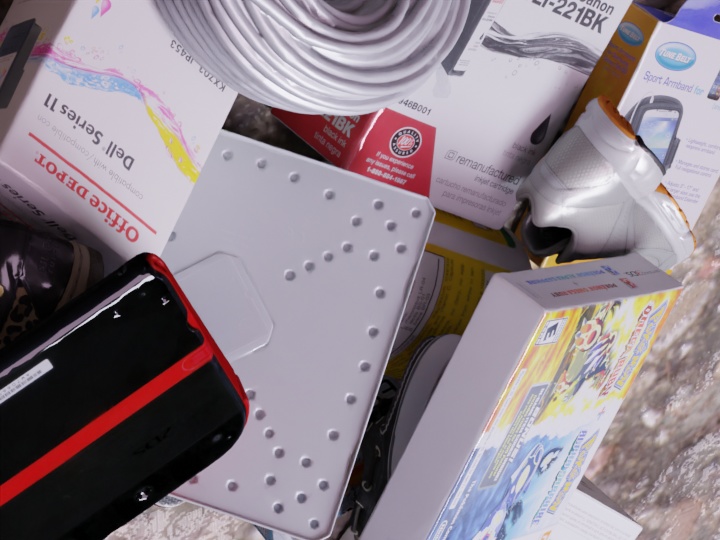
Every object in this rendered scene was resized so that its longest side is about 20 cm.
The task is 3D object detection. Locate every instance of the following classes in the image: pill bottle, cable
[{"bbox_3d":[0.000,0.000,1.620,0.200,0.113,0.113,18,107,-44],"label":"pill bottle"},{"bbox_3d":[-0.027,-0.178,1.448,0.200,0.069,0.200,51,50,-27],"label":"cable"}]

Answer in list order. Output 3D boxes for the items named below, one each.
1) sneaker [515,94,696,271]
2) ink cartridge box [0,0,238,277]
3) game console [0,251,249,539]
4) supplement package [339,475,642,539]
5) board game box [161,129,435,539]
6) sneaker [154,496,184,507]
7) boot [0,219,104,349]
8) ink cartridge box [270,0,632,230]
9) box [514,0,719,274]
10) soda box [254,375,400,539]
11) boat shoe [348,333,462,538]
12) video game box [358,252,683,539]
[{"bbox_3d":[0.141,-0.036,1.669,0.092,0.076,0.200,-37,153,2],"label":"sneaker"},{"bbox_3d":[-0.142,-0.072,1.420,0.117,0.067,0.200,39,64,-34],"label":"ink cartridge box"},{"bbox_3d":[-0.159,0.087,1.387,0.200,0.031,0.177,-35,145,-5],"label":"game console"},{"bbox_3d":[0.065,0.202,1.806,0.117,0.117,0.200,30,97,-46],"label":"supplement package"},{"bbox_3d":[-0.082,0.026,1.499,0.026,0.199,0.201,100,8,-79],"label":"board game box"},{"bbox_3d":[-0.102,0.097,1.594,0.080,0.075,0.200,-19,160,-20],"label":"sneaker"},{"bbox_3d":[-0.241,0.032,1.367,0.150,0.073,0.200,31,119,-30],"label":"boot"},{"bbox_3d":[0.063,-0.142,1.593,0.144,0.084,0.200,18,106,-44],"label":"ink cartridge box"},{"bbox_3d":[0.187,-0.088,1.761,0.119,0.041,0.201,11,108,-42],"label":"box"},{"bbox_3d":[0.010,0.093,1.719,0.200,0.068,0.064,-26,140,-21],"label":"soda box"},{"bbox_3d":[0.027,0.108,1.638,0.069,0.057,0.200,-35,149,-37],"label":"boat shoe"},{"bbox_3d":[0.093,0.089,1.611,0.182,0.047,0.200,-11,131,-59],"label":"video game box"}]
